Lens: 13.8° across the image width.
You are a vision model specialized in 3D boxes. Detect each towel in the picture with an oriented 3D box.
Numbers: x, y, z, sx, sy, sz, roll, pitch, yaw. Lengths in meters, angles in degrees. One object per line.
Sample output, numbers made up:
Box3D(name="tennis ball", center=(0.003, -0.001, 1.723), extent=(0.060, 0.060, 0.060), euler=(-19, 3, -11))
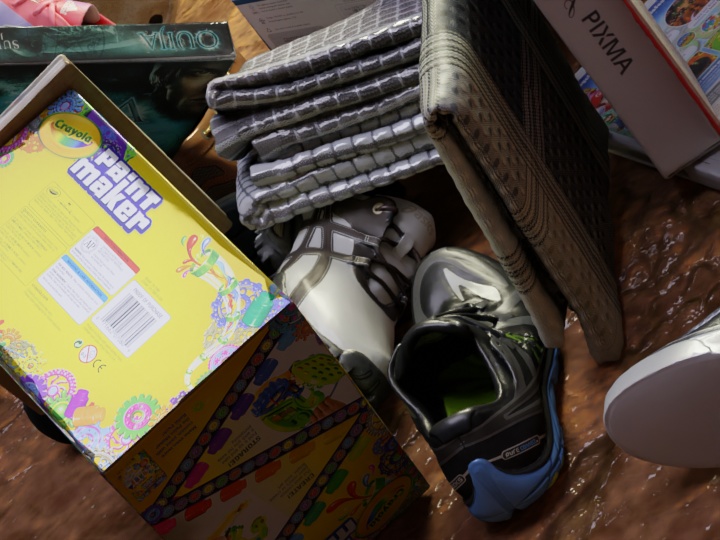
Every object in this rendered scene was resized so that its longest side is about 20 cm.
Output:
Box3D(name="towel", center=(0.011, -0.109, 1.693), extent=(0.200, 0.086, 0.166), euler=(-19, 14, 8))
Box3D(name="towel", center=(0.078, -0.072, 1.506), extent=(0.035, 0.200, 0.193), euler=(-21, 39, 19))

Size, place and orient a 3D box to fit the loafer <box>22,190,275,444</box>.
Box3D(name="loafer", center=(-0.123, 0.015, 1.762), extent=(0.200, 0.073, 0.072), euler=(-37, 24, 1))

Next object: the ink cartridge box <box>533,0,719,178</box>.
Box3D(name="ink cartridge box", center=(0.121, -0.127, 1.502), extent=(0.045, 0.200, 0.176), euler=(-35, 29, 9))

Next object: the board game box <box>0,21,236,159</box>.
Box3D(name="board game box", center=(-0.187, -0.100, 1.731), extent=(0.135, 0.200, 0.028), euler=(129, 133, -57))

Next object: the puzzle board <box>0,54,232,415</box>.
Box3D(name="puzzle board", center=(-0.164, -0.016, 1.559), extent=(0.151, 0.200, 0.017), euler=(-45, 57, -1))

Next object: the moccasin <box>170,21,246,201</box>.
Box3D(name="moccasin", center=(-0.112, -0.109, 1.915), extent=(0.074, 0.078, 0.201), euler=(-30, 30, 17))

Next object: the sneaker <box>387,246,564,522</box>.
Box3D(name="sneaker", center=(0.056, 0.042, 1.497), extent=(0.071, 0.083, 0.200), euler=(-31, 29, 15))

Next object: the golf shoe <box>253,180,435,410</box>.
Box3D(name="golf shoe", center=(0.000, 0.000, 1.631), extent=(0.094, 0.078, 0.200), euler=(-35, 30, 7))

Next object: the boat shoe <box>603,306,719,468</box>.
Box3D(name="boat shoe", center=(0.204, 0.027, 1.359), extent=(0.200, 0.072, 0.068), euler=(-25, 33, 19))

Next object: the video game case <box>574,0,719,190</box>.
Box3D(name="video game case", center=(0.198, -0.111, 1.619), extent=(0.143, 0.018, 0.200), euler=(-46, 29, -11))

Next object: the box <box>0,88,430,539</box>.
Box3D(name="box", center=(-0.098, 0.048, 1.489), extent=(0.122, 0.193, 0.200), euler=(-42, 52, -6))

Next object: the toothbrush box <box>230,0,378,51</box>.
Box3D(name="toothbrush box", center=(0.034, -0.218, 1.895), extent=(0.146, 0.085, 0.200), euler=(-4, 43, 46))

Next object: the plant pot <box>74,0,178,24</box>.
Box3D(name="plant pot", center=(-0.221, -0.221, 2.114), extent=(0.200, 0.200, 0.183), euler=(-40, 40, -1))

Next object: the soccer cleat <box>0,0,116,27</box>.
Box3D(name="soccer cleat", center=(-0.206, -0.150, 1.828), extent=(0.076, 0.200, 0.067), euler=(-60, 3, 39))
